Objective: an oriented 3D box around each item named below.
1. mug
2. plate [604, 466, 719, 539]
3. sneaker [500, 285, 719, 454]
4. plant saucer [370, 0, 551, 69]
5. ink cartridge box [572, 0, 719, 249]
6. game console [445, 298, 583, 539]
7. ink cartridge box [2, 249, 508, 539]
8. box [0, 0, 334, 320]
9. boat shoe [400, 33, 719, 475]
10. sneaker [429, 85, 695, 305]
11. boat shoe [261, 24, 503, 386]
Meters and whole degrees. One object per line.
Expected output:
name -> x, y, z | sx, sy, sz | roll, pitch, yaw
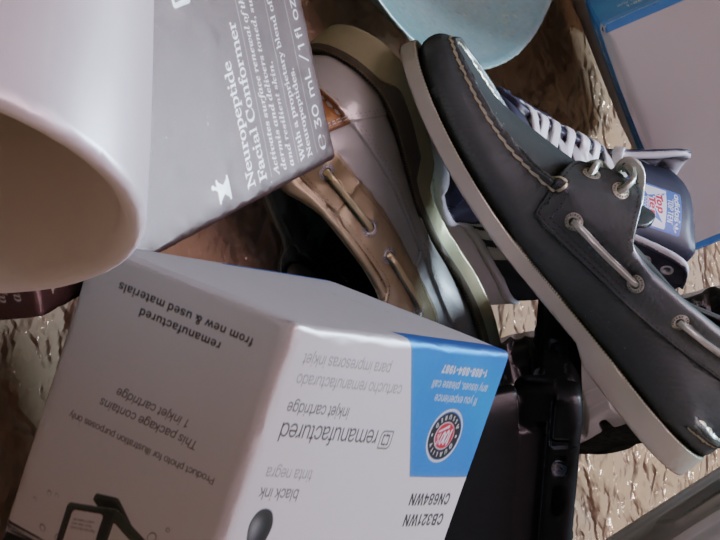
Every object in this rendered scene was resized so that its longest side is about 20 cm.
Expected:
mug -> -0.130, -0.099, 0.660 | 0.186, 0.149, 0.154 | 29, 61, -42
plate -> 0.163, 0.111, 1.112 | 0.032, 0.199, 0.200 | 59, -8, 2
sneaker -> 0.140, 0.046, 1.140 | 0.090, 0.199, 0.067 | 8, 73, -76
plant saucer -> 0.024, -0.185, 1.094 | 0.200, 0.038, 0.203 | 13, 75, -53
ink cartridge box -> 0.175, -0.121, 1.224 | 0.200, 0.128, 0.126 | -103, 169, -65
game console -> 0.025, 0.121, 1.008 | 0.176, 0.115, 0.201 | -81, 175, -66
ink cartridge box -> -0.046, 0.104, 0.818 | 0.146, 0.084, 0.201 | 8, 101, -60
box -> -0.090, -0.058, 0.844 | 0.200, 0.074, 0.101 | -33, 115, -57
boat shoe -> 0.090, -0.017, 0.968 | 0.200, 0.062, 0.073 | 54, 14, -8
sneaker -> 0.085, -0.039, 1.080 | 0.200, 0.108, 0.071 | 57, 35, -65
boat shoe -> 0.000, 0.000, 1.014 | 0.068, 0.074, 0.201 | -43, 131, -27
